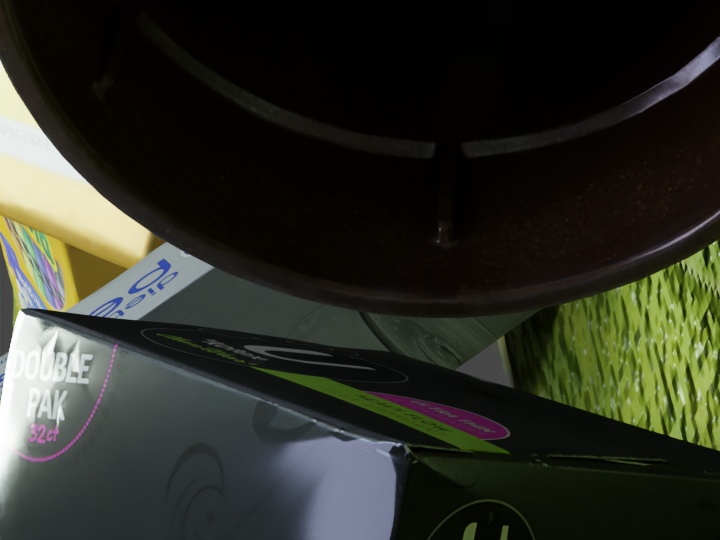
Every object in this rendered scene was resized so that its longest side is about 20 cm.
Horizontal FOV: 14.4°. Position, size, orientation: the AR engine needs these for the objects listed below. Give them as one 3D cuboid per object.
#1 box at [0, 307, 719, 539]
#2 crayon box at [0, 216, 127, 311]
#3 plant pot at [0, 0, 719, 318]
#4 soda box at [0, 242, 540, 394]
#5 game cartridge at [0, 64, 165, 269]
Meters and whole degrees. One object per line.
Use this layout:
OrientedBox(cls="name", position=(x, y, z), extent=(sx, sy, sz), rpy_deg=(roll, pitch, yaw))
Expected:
OrientedBox(cls="box", position=(-0.010, 0.122, 0.639), extent=(0.149, 0.124, 0.200), rpy_deg=(17, 96, 49))
OrientedBox(cls="crayon box", position=(-0.097, 0.002, 1.065), extent=(0.126, 0.052, 0.200), rpy_deg=(-129, 24, -51))
OrientedBox(cls="plant pot", position=(0.019, -0.129, 0.688), extent=(0.198, 0.200, 0.200), rpy_deg=(-86, 15, -48))
OrientedBox(cls="soda box", position=(-0.048, 0.033, 0.814), extent=(0.068, 0.200, 0.063), rpy_deg=(57, 173, -14))
OrientedBox(cls="game cartridge", position=(-0.108, -0.105, 0.963), extent=(0.200, 0.032, 0.176), rpy_deg=(19, 102, 43))
